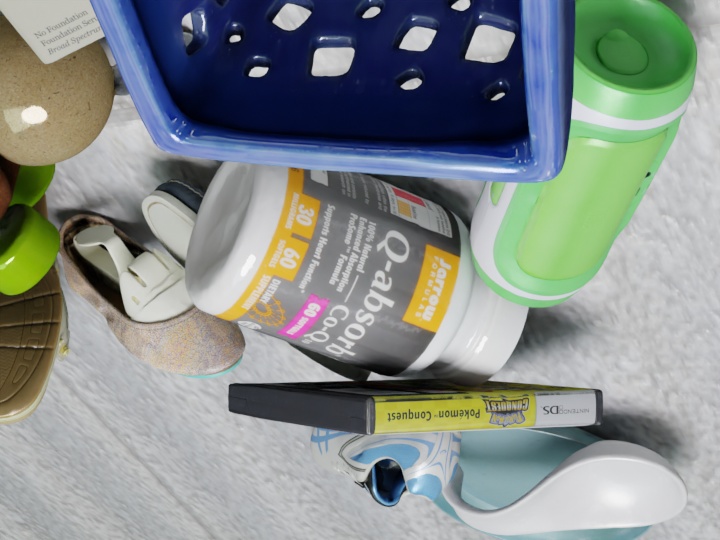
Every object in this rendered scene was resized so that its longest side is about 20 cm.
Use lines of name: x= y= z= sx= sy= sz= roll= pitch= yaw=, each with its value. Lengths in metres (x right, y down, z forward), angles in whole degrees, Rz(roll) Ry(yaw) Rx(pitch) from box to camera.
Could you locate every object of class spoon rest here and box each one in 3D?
spoon rest: x=0.150 y=0.170 z=1.067 sx=0.200 sy=0.061 sz=0.099 roll=-6 pitch=139 yaw=31

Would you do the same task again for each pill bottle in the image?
pill bottle: x=0.000 y=0.000 z=0.882 sx=0.200 sy=0.117 sz=0.116 roll=21 pitch=147 yaw=-23

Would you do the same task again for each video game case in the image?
video game case: x=0.033 y=0.091 z=0.954 sx=0.180 sy=0.026 sz=0.200 roll=1 pitch=178 yaw=-30

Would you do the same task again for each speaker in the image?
speaker: x=0.120 y=-0.062 z=0.783 sx=0.088 sy=0.089 sz=0.200 roll=17 pitch=145 yaw=0

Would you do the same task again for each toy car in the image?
toy car: x=-0.204 y=-0.115 z=0.843 sx=0.200 sy=0.158 sz=0.164 roll=-35 pitch=130 yaw=15

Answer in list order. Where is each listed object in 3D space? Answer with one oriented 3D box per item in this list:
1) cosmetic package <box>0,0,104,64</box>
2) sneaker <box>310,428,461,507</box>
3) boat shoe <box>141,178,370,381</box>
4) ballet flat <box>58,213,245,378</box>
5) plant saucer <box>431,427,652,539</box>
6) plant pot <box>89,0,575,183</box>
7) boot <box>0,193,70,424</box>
cosmetic package: x=-0.169 y=-0.210 z=0.684 sx=0.105 sy=0.071 sz=0.200 roll=-25 pitch=133 yaw=13
sneaker: x=0.009 y=0.151 z=1.119 sx=0.072 sy=0.073 sz=0.200 roll=31 pitch=159 yaw=-21
boat shoe: x=-0.058 y=-0.003 z=0.956 sx=0.200 sy=0.062 sz=0.075 roll=37 pitch=158 yaw=-12
ballet flat: x=-0.154 y=0.011 z=0.962 sx=0.200 sy=0.068 sz=0.067 roll=26 pitch=142 yaw=43
plant saucer: x=0.144 y=0.172 z=1.148 sx=0.200 sy=0.027 sz=0.200 roll=12 pitch=145 yaw=8
plant pot: x=0.001 y=-0.170 z=0.599 sx=0.200 sy=0.180 sz=0.200 roll=6 pitch=143 yaw=16
boot: x=-0.242 y=0.042 z=0.989 sx=0.072 sy=0.200 sz=0.155 roll=-4 pitch=148 yaw=-9
